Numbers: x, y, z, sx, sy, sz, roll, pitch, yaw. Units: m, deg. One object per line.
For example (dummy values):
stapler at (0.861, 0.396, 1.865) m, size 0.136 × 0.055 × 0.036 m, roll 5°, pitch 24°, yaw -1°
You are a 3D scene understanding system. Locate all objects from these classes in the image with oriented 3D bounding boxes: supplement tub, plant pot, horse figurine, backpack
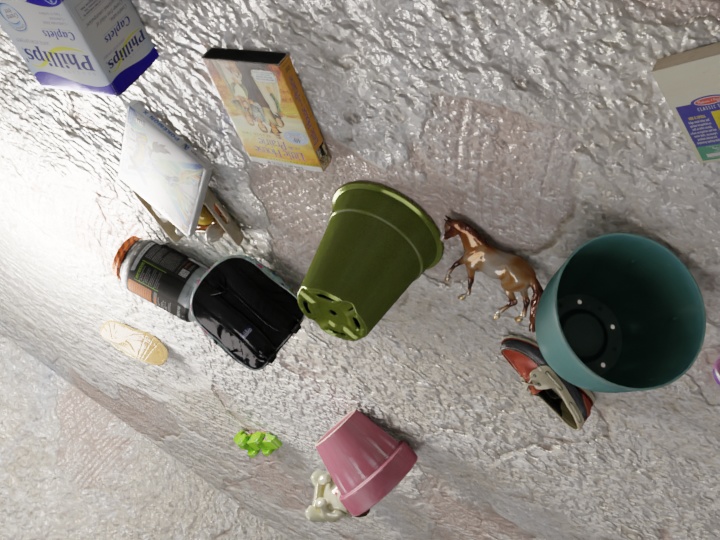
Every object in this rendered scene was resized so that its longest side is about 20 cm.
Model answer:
supplement tub at (-0.408, 0.013, 1.843) m, size 0.199 × 0.123 × 0.123 m, roll 27°, pitch 150°, yaw 10°
plant pot at (0.001, 0.424, 2.016) m, size 0.179 × 0.200 × 0.200 m, roll 49°, pitch 150°, yaw 2°
horse figurine at (0.200, 0.008, 1.318) m, size 0.200 × 0.050 × 0.133 m, roll 32°, pitch 134°, yaw 18°
plant pot at (0.323, 0.069, 1.171) m, size 0.200 × 0.201 × 0.161 m, roll 32°, pitch 162°, yaw 1°
backpack at (-0.220, 0.068, 1.689) m, size 0.200 × 0.178 × 0.151 m, roll 40°, pitch 180°, yaw -11°
plant pot at (0.000, 0.000, 1.367) m, size 0.199 × 0.190 × 0.200 m, roll 23°, pitch 149°, yaw 15°

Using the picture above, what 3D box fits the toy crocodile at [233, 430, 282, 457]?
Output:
toy crocodile at (-0.290, 0.482, 2.501) m, size 0.200 × 0.062 × 0.068 m, roll -17°, pitch 124°, yaw 48°

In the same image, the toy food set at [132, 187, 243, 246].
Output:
toy food set at (-0.324, -0.102, 1.654) m, size 0.199 × 0.061 × 0.144 m, roll 3°, pitch 139°, yaw 41°

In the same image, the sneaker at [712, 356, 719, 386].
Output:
sneaker at (0.572, 0.180, 1.209) m, size 0.199 × 0.081 × 0.089 m, roll 26°, pitch 157°, yaw 10°

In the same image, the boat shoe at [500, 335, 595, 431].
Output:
boat shoe at (0.307, 0.187, 1.480) m, size 0.200 × 0.063 × 0.071 m, roll 40°, pitch 152°, yaw -11°

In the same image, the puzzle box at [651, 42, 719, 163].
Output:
puzzle box at (0.408, -0.177, 0.881) m, size 0.200 × 0.025 × 0.133 m, roll -5°, pitch 134°, yaw 47°

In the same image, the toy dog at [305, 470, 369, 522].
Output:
toy dog at (-0.038, 0.613, 2.373) m, size 0.193 × 0.140 × 0.200 m, roll 26°, pitch 153°, yaw -15°

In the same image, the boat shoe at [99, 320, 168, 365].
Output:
boat shoe at (-0.594, 0.196, 2.356) m, size 0.199 × 0.074 × 0.069 m, roll 28°, pitch 162°, yaw 10°

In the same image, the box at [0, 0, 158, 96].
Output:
box at (-0.434, -0.372, 1.314) m, size 0.183 × 0.105 × 0.200 m, roll 13°, pitch 146°, yaw 31°

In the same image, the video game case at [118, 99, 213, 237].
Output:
video game case at (-0.345, -0.174, 1.550) m, size 0.182 × 0.022 × 0.200 m, roll 40°, pitch 142°, yaw 8°

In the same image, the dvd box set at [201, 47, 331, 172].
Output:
dvd box set at (-0.137, -0.235, 1.308) m, size 0.146 × 0.029 × 0.200 m, roll 13°, pitch 145°, yaw 30°
